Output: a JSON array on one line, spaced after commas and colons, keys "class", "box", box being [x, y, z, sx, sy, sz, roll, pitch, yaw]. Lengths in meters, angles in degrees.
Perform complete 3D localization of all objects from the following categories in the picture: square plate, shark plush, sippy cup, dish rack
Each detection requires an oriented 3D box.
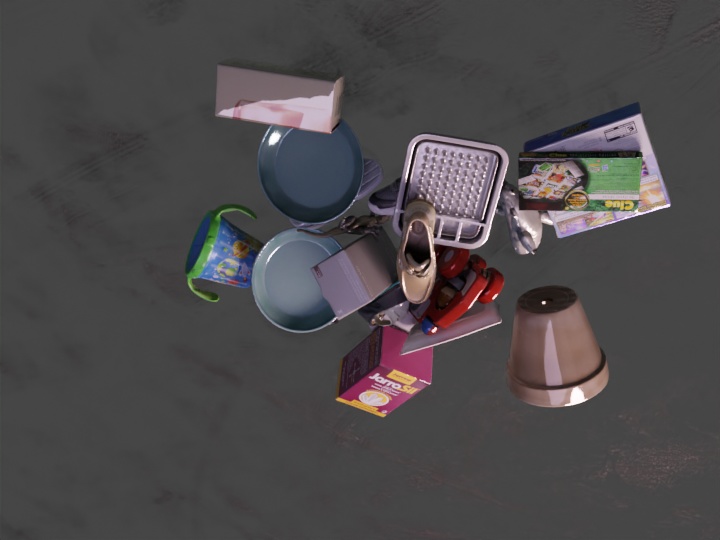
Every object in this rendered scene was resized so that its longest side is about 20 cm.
[{"class": "square plate", "box": [0.172, 0.102, 1.549, 0.194, 0.200, 0.029, -19, 93, 10]}, {"class": "shark plush", "box": [0.262, -0.103, 1.441, 0.199, 0.092, 0.083, 41, 158, -28]}, {"class": "sippy cup", "box": [-0.262, -0.031, 1.596, 0.128, 0.142, 0.178, 21, 143, -21]}, {"class": "dish rack", "box": [0.148, -0.138, 1.359, 0.168, 0.044, 0.203, 9, 127, -2]}]

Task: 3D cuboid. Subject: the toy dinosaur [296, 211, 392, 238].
[{"class": "toy dinosaur", "box": [-0.011, -0.081, 1.461, 0.196, 0.088, 0.049, -12, 99, -16]}]

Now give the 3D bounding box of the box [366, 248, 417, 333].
[{"class": "box", "box": [0.063, 0.048, 1.643, 0.141, 0.037, 0.202, -9, 129, 21]}]

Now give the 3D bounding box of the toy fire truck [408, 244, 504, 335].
[{"class": "toy fire truck", "box": [0.159, 0.035, 1.486, 0.111, 0.200, 0.169, 32, 98, -21]}]

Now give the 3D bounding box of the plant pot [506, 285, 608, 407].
[{"class": "plant pot", "box": [0.368, 0.132, 1.556, 0.196, 0.201, 0.177, -6, 113, 19]}]

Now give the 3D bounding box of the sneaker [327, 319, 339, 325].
[{"class": "sneaker", "box": [-0.109, 0.032, 1.634, 0.199, 0.088, 0.076, 36, 130, -18]}]

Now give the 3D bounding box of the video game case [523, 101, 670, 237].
[{"class": "video game case", "box": [0.397, -0.163, 1.359, 0.197, 0.046, 0.183, -16, 121, 26]}]

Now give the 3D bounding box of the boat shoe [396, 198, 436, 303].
[{"class": "boat shoe", "box": [0.095, -0.020, 1.378, 0.070, 0.065, 0.203, 6, 126, 6]}]

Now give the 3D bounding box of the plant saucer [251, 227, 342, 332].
[{"class": "plant saucer", "box": [-0.114, 0.017, 1.574, 0.195, 0.036, 0.205, -1, 96, -9]}]

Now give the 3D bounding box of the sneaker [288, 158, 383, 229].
[{"class": "sneaker", "box": [-0.041, -0.141, 1.485, 0.197, 0.071, 0.074, -27, 77, 16]}]

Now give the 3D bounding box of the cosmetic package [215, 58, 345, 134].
[{"class": "cosmetic package", "box": [-0.131, -0.289, 1.333, 0.195, 0.104, 0.089, 11, 111, 6]}]

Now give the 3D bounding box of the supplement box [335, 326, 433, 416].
[{"class": "supplement box", "box": [0.050, 0.215, 1.720, 0.129, 0.105, 0.200, 22, 141, -19]}]

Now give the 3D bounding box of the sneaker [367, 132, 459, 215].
[{"class": "sneaker", "box": [0.095, -0.173, 1.411, 0.196, 0.076, 0.115, -15, 125, 14]}]

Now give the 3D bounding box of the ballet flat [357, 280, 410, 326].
[{"class": "ballet flat", "box": [0.058, 0.068, 1.556, 0.072, 0.074, 0.199, 31, 153, -14]}]

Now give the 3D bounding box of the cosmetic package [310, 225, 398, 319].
[{"class": "cosmetic package", "box": [0.000, 0.000, 1.478, 0.089, 0.200, 0.108, -29, 95, 24]}]

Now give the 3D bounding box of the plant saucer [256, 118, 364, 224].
[{"class": "plant saucer", "box": [-0.085, -0.185, 1.427, 0.195, 0.036, 0.205, 3, 102, 13]}]

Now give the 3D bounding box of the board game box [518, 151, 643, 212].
[{"class": "board game box", "box": [0.361, -0.146, 1.339, 0.195, 0.024, 0.107, 3, 126, 15]}]
